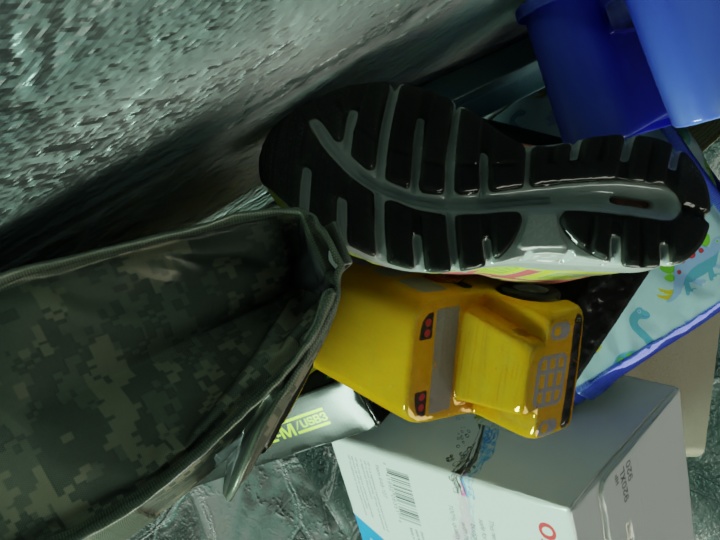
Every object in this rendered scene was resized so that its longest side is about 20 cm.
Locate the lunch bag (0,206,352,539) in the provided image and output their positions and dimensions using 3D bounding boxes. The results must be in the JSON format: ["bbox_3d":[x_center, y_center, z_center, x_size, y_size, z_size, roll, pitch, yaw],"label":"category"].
[{"bbox_3d":[-0.096,0.051,0.450,0.199,0.118,0.164,-27,175,-12],"label":"lunch bag"}]

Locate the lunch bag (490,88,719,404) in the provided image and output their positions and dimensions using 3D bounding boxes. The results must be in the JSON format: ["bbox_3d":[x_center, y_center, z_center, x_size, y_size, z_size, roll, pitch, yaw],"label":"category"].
[{"bbox_3d":[0.161,-0.027,0.730,0.170,0.201,0.127,-37,138,20],"label":"lunch bag"}]

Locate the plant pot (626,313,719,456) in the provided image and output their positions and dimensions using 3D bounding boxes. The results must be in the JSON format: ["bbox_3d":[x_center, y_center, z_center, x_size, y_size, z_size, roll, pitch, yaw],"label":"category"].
[{"bbox_3d":[0.171,0.044,0.926,0.176,0.201,0.200,-2,-168,-27],"label":"plant pot"}]

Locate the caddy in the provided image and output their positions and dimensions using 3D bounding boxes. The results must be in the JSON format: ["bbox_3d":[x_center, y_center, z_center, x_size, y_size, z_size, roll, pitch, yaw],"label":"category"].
[{"bbox_3d":[0.169,-0.128,0.526,0.199,0.106,0.141,-18,-174,-37],"label":"caddy"}]

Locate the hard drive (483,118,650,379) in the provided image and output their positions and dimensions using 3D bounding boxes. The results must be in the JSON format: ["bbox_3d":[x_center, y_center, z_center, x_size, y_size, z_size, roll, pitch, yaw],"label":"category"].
[{"bbox_3d":[0.086,-0.015,0.630,0.140,0.033,0.200,-56,-152,-1],"label":"hard drive"}]

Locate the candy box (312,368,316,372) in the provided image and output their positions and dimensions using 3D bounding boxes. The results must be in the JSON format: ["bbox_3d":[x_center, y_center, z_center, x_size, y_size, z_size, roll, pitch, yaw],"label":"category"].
[{"bbox_3d":[-0.092,0.056,0.710,0.199,0.026,0.102,-32,130,-8],"label":"candy box"}]

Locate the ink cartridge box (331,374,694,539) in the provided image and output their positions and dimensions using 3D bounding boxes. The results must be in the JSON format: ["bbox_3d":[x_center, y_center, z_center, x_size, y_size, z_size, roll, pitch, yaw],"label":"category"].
[{"bbox_3d":[0.111,0.157,0.763,0.199,0.148,0.144,11,-144,41],"label":"ink cartridge box"}]

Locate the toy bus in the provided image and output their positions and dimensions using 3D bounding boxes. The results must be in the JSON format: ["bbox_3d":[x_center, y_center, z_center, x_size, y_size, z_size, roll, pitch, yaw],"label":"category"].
[{"bbox_3d":[0.017,0.024,0.551,0.078,0.065,0.200,-6,-161,-37],"label":"toy bus"}]

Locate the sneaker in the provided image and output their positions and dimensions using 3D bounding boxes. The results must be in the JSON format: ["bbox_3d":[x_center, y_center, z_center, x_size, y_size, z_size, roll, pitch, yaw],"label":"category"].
[{"bbox_3d":[0.050,-0.027,0.492,0.199,0.079,0.090,10,169,-11],"label":"sneaker"}]

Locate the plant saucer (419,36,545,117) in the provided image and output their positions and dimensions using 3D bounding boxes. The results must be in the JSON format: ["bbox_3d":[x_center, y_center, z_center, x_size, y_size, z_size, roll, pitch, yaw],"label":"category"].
[{"bbox_3d":[0.073,-0.105,0.609,0.200,0.019,0.070,-30,173,-33],"label":"plant saucer"}]

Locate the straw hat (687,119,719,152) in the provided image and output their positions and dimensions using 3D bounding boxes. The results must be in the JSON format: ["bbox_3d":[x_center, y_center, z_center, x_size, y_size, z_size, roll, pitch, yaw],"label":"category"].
[{"bbox_3d":[0.239,-0.137,0.857,0.201,0.085,0.201,-46,180,0],"label":"straw hat"}]

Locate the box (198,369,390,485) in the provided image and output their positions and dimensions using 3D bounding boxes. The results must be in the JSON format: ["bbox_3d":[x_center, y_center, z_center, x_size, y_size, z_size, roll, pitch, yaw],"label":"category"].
[{"bbox_3d":[-0.027,0.078,0.824,0.193,0.048,0.200,-21,-168,34],"label":"box"}]
